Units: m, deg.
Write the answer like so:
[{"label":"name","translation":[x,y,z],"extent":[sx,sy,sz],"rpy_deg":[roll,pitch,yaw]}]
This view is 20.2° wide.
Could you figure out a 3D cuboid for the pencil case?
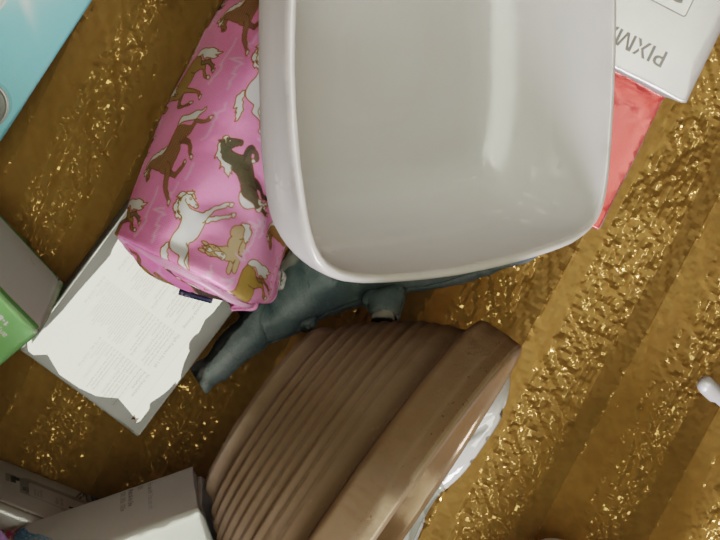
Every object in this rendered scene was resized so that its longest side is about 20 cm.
[{"label":"pencil case","translation":[-0.048,-0.080,1.023],"extent":[0.082,0.086,0.202],"rpy_deg":[19,81,31]}]

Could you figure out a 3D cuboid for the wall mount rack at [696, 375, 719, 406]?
[{"label":"wall mount rack","translation":[0.283,0.068,1.141],"extent":[0.174,0.075,0.200],"rpy_deg":[42,94,-11]}]

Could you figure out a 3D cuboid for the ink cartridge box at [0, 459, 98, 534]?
[{"label":"ink cartridge box","translation":[-0.190,0.194,1.115],"extent":[0.198,0.083,0.148],"rpy_deg":[23,97,-9]}]

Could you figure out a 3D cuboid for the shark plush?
[{"label":"shark plush","translation":[0.000,0.000,1.061],"extent":[0.198,0.084,0.091],"rpy_deg":[-23,145,-16]}]

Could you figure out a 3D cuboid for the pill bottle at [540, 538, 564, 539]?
[{"label":"pill bottle","translation":[0.087,0.258,1.139],"extent":[0.112,0.112,0.201],"rpy_deg":[37,96,-11]}]

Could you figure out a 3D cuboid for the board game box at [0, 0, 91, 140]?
[{"label":"board game box","translation":[-0.207,-0.178,1.061],"extent":[0.150,0.047,0.201],"rpy_deg":[33,96,-10]}]

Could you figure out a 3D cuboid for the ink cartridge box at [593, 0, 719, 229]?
[{"label":"ink cartridge box","translation":[0.089,-0.139,1.099],"extent":[0.199,0.045,0.177],"rpy_deg":[25,96,-9]}]

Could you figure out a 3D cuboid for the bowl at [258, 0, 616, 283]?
[{"label":"bowl","translation":[0.029,-0.102,0.980],"extent":[0.199,0.074,0.202],"rpy_deg":[-9,104,-36]}]

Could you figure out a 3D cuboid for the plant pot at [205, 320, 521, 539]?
[{"label":"plant pot","translation":[-0.012,0.095,0.999],"extent":[0.092,0.201,0.202],"rpy_deg":[35,96,7]}]

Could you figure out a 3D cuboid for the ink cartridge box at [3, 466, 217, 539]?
[{"label":"ink cartridge box","translation":[-0.151,0.207,1.034],"extent":[0.198,0.088,0.147],"rpy_deg":[-19,102,-5]}]

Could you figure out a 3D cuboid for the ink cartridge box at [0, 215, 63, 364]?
[{"label":"ink cartridge box","translation":[-0.280,0.027,1.053],"extent":[0.200,0.084,0.146],"rpy_deg":[-39,106,14]}]

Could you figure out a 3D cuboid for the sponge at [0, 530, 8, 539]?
[{"label":"sponge","translation":[-0.254,0.100,0.957],"extent":[0.111,0.030,0.201],"rpy_deg":[-33,84,-20]}]

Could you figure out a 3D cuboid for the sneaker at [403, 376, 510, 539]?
[{"label":"sneaker","translation":[-0.004,0.118,1.131],"extent":[0.099,0.078,0.201],"rpy_deg":[32,87,-4]}]

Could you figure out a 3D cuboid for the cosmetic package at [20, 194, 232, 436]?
[{"label":"cosmetic package","translation":[-0.093,-0.016,1.100],"extent":[0.082,0.051,0.201],"rpy_deg":[38,95,-8]}]
